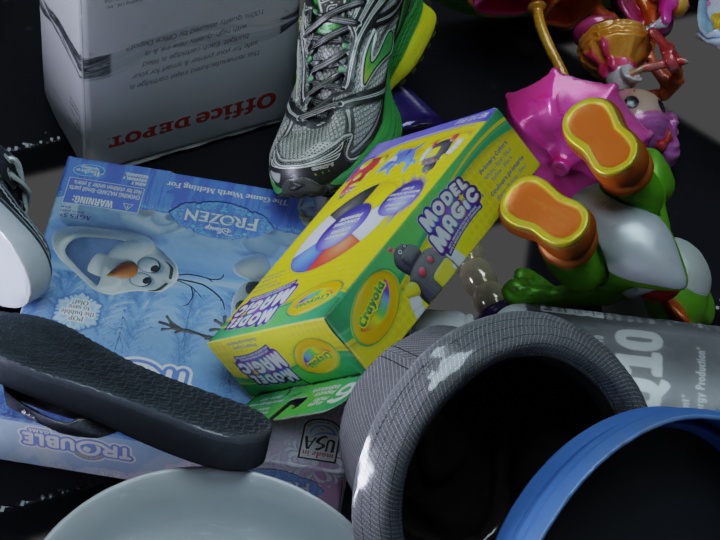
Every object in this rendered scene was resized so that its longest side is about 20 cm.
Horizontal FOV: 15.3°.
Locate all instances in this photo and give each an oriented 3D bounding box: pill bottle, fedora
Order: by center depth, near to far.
[{"bbox_3d":[0.058,0.104,1.349,0.177,0.200,0.090,-46,36,-12],"label":"fedora"},{"bbox_3d":[0.122,0.079,1.459,0.198,0.114,0.114,6,49,0],"label":"pill bottle"}]

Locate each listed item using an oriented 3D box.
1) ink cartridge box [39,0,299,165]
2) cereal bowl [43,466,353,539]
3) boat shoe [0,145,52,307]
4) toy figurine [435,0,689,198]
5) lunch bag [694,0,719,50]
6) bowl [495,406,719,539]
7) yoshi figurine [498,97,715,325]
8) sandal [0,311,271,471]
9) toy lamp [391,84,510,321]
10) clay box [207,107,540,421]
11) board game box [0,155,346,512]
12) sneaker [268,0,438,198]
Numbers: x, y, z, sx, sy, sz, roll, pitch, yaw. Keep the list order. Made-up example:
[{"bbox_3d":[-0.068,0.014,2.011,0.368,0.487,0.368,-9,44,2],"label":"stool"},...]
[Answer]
[{"bbox_3d":[-0.115,-0.172,1.599,0.145,0.201,0.085,-16,49,-20],"label":"ink cartridge box"},{"bbox_3d":[-0.077,0.202,1.353,0.198,0.084,0.201,3,48,-3],"label":"cereal bowl"},{"bbox_3d":[-0.223,-0.045,1.547,0.068,0.072,0.200,-26,36,-27],"label":"boat shoe"},{"bbox_3d":[0.143,-0.122,1.654,0.199,0.150,0.185,8,58,-32],"label":"toy figurine"},{"bbox_3d":[0.301,-0.172,1.675,0.169,0.127,0.201,20,42,-8],"label":"lunch bag"},{"bbox_3d":[0.141,0.163,1.344,0.200,0.202,0.039,-28,29,-26],"label":"bowl"},{"bbox_3d":[0.137,-0.020,1.504,0.112,0.200,0.113,-9,62,21],"label":"yoshi figurine"},{"bbox_3d":[-0.143,0.071,1.419,0.199,0.043,0.076,22,19,23],"label":"sandal"},{"bbox_3d":[0.049,-0.031,1.589,0.058,0.058,0.201,-13,54,-16],"label":"toy lamp"},{"bbox_3d":[0.000,0.000,1.453,0.048,0.115,0.200,52,56,-17],"label":"clay box"},{"bbox_3d":[-0.092,0.033,1.525,0.198,0.044,0.200,9,50,3],"label":"board game box"},{"bbox_3d":[-0.016,-0.122,1.587,0.078,0.085,0.201,-4,46,23],"label":"sneaker"}]
